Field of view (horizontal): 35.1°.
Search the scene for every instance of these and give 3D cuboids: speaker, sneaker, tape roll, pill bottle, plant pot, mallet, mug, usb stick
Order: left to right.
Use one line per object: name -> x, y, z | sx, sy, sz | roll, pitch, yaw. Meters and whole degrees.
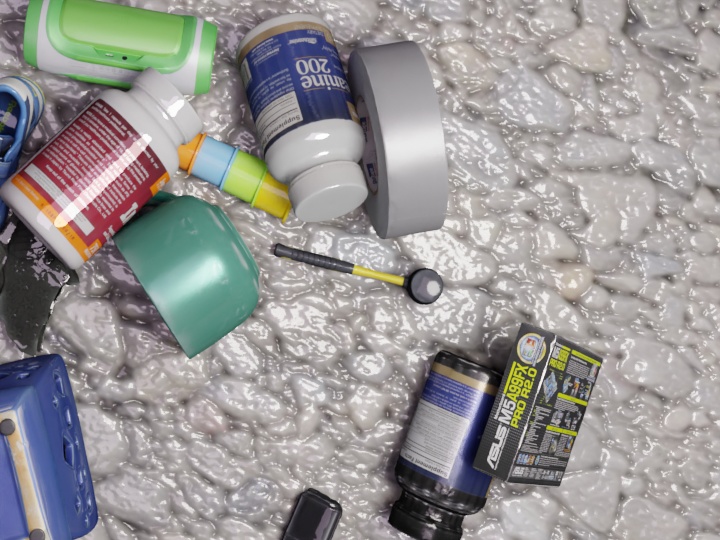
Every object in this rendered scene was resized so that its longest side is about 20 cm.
plant pot -> -0.389, 0.211, 1.164 | 0.196, 0.180, 0.204 | -13, 93, -7
sneaker -> -0.398, -0.114, 1.204 | 0.073, 0.082, 0.204 | 18, 90, -10
sneaker -> -0.340, -0.018, 1.229 | 0.103, 0.060, 0.202 | 33, 91, -8
pill bottle -> -0.259, -0.108, 1.161 | 0.113, 0.113, 0.200 | 46, 78, -7
speaker -> -0.256, -0.243, 1.223 | 0.196, 0.088, 0.090 | 8, 90, -9
mug -> -0.184, -0.015, 1.205 | 0.113, 0.152, 0.187 | -33, 95, -10
usb stick -> -0.079, 0.347, 1.286 | 0.055, 0.033, 0.203 | 22, 87, 14
pill bottle -> -0.058, -0.161, 1.211 | 0.109, 0.111, 0.203 | -15, 71, -8
mallet -> 0.000, 0.000, 1.278 | 0.196, 0.066, 0.042 | 14, 88, -9
tape roll -> 0.037, -0.139, 1.213 | 0.065, 0.200, 0.204 | -9, 93, -8
pill bottle -> 0.103, 0.202, 1.275 | 0.110, 0.112, 0.203 | 21, 88, -9

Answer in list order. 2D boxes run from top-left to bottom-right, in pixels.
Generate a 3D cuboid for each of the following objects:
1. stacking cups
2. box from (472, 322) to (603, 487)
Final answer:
stacking cups -> -0.163, -0.116, 1.255 | 0.197, 0.060, 0.061 | 22, 88, -7
box -> 0.200, 0.153, 1.254 | 0.044, 0.199, 0.163 | 18, 88, 28
